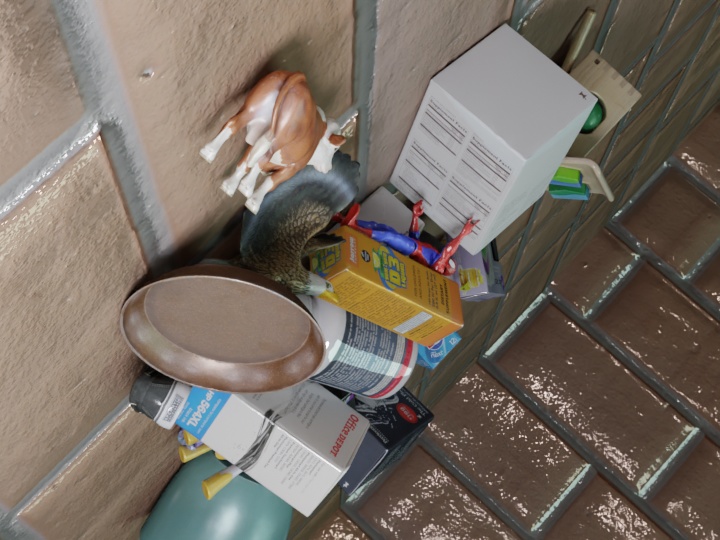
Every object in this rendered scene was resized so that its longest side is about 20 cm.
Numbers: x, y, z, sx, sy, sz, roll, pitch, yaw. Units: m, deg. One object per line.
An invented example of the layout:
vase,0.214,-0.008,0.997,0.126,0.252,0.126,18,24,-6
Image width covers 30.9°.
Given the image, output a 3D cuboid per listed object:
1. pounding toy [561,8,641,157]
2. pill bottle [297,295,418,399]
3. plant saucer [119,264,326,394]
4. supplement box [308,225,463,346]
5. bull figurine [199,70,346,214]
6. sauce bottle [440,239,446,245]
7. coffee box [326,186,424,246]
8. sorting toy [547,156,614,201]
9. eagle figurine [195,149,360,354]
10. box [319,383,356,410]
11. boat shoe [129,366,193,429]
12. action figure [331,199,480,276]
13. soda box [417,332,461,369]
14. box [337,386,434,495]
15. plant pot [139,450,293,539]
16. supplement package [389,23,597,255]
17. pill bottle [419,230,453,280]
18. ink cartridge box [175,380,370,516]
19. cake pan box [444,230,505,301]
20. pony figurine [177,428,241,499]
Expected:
pounding toy,0.312,-0.250,1.928,0.184,0.142,0.200,-46,178,-7
pill bottle,-0.037,0.077,1.557,0.200,0.120,0.120,21,114,-42
plant saucer,-0.130,0.053,1.254,0.200,0.200,0.035,113,-13,-53
supplement box,0.031,0.021,1.521,0.200,0.067,0.069,24,138,-37
bull figurine,-0.073,-0.114,1.151,0.122,0.065,0.200,-50,167,-6
sauce bottle,0.110,0.001,2.078,0.066,0.066,0.200,-56,166,31
coffee box,0.000,0.000,1.684,0.114,0.080,0.200,-40,164,-30
sorting toy,0.255,-0.133,1.862,0.185,0.199,0.037,29,72,-70
eagle figurine,-0.080,-0.017,1.349,0.151,0.151,0.200,-12,-135,31
box,-0.062,0.138,1.739,0.036,0.143,0.200,-39,166,-11
boat shoe,-0.214,0.127,1.395,0.069,0.056,0.200,-63,-174,-6
action figure,0.060,-0.056,1.550,0.200,0.065,0.099,31,94,-40
soda box,0.072,0.093,2.010,0.068,0.064,0.200,-46,-159,-12
box,-0.019,0.210,1.960,0.104,0.200,0.182,-53,167,25
plant pot,-0.186,0.337,1.822,0.161,0.200,0.200,-64,164,10
supplement package,0.158,-0.158,1.590,0.152,0.151,0.200,-40,165,-32
pill bottle,0.044,0.042,1.879,0.200,0.113,0.113,-53,166,22
ink cartridge box,-0.102,0.176,1.532,0.084,0.200,0.146,-54,180,22
cake pan box,0.159,-0.049,1.859,0.052,0.185,0.200,-9,175,13
pony figurine,-0.131,0.209,1.685,0.199,0.193,0.167,-13,114,-22
